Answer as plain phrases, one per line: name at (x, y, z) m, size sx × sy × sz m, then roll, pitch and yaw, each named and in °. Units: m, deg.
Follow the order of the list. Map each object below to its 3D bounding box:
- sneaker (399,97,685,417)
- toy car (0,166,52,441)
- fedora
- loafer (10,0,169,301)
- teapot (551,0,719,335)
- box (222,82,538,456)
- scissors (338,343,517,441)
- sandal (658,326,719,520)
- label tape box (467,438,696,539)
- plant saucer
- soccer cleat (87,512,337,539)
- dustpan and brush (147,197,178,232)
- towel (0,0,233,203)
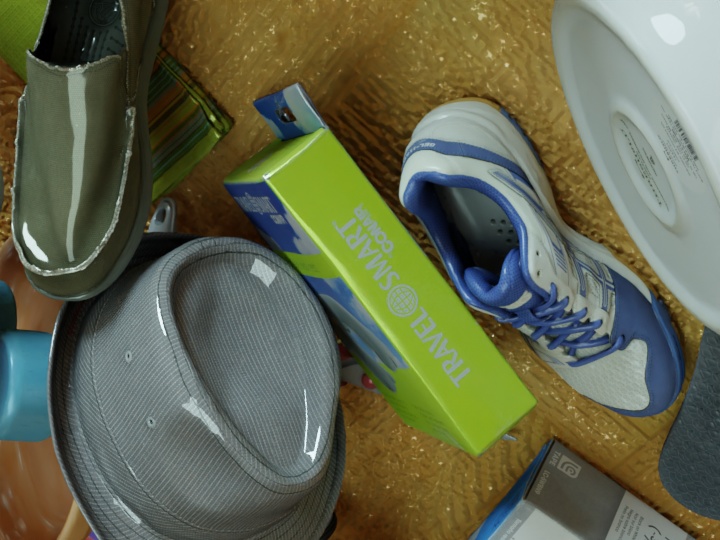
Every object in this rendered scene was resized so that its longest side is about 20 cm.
sneaker at (0.086, 0.010, 0.770) m, size 0.075 × 0.088 × 0.200 m, roll -36°, pitch 101°, yaw 33°
toy car at (-0.249, -0.025, 0.808) m, size 0.177 × 0.184 × 0.201 m, roll 33°, pitch 110°, yaw 55°
fedora at (-0.068, 0.063, 0.790) m, size 0.090 × 0.176 × 0.201 m, roll -34°, pitch 67°, yaw 52°
loafer at (-0.146, -0.085, 0.769) m, size 0.075 × 0.070 × 0.201 m, roll 2°, pitch 81°, yaw 17°
teapot at (0.181, -0.079, 0.646) m, size 0.146 × 0.198 × 0.200 m, roll -28°, pitch 131°, yaw -4°
box at (0.000, 0.000, 0.787) m, size 0.048 × 0.122 × 0.200 m, roll -39°, pitch 101°, yaw -11°
scissors at (-0.005, 0.054, 0.878) m, size 0.199 × 0.014 × 0.073 m, roll 10°, pitch 119°, yaw 20°
sandal at (0.206, 0.048, 0.773) m, size 0.076 × 0.043 × 0.200 m, roll 33°, pitch 135°, yaw 12°
label tape box at (0.148, 0.212, 0.871) m, size 0.200 × 0.063 × 0.144 m, roll 34°, pitch 126°, yaw 3°
plant saucer at (-0.183, 0.074, 0.895) m, size 0.200 × 0.037 × 0.201 m, roll -3°, pitch 86°, yaw 57°
soccer cleat at (-0.111, 0.147, 0.949) m, size 0.199 × 0.068 × 0.073 m, roll -4°, pitch 108°, yaw 27°
dustpan and brush at (-0.125, 0.057, 0.895) m, size 0.139 × 0.057 × 0.201 m, roll 19°, pitch 93°, yaw 37°
towel at (-0.165, -0.127, 0.846) m, size 0.200 × 0.018 × 0.086 m, roll 47°, pitch 124°, yaw -6°
